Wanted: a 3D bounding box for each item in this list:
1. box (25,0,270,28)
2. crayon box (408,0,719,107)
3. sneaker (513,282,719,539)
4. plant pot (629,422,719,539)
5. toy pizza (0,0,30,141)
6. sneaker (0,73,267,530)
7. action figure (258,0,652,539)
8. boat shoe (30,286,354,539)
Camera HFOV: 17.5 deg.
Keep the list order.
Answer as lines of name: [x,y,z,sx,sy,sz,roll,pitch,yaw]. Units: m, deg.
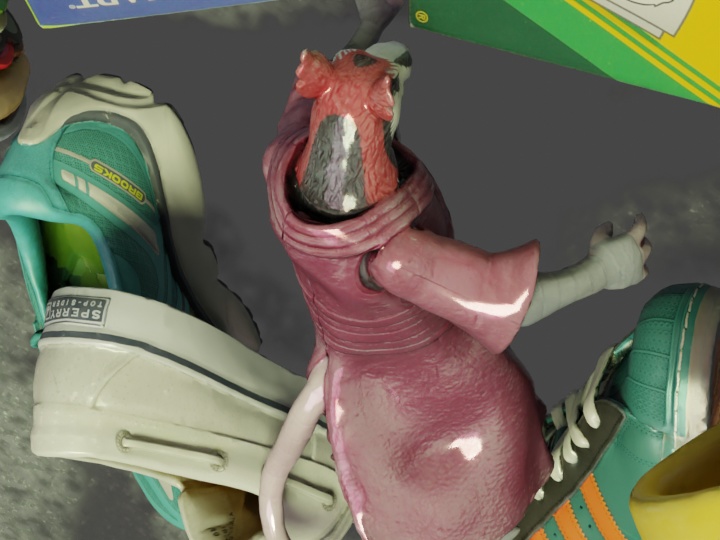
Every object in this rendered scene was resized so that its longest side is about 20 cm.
box: [-0.056,-0.133,0.648,0.121,0.048,0.200,-5,152,10]
crayon box: [0.102,-0.138,0.615,0.171,0.058,0.201,17,135,18]
sneaker: [0.080,0.076,0.811,0.079,0.072,0.201,17,136,10]
plant pot: [0.198,0.106,0.630,0.200,0.200,0.190,-25,89,43]
toy pizza: [-0.171,-0.121,0.722,0.032,0.200,0.200,-41,103,15]
sneaker: [-0.091,0.025,0.866,0.077,0.080,0.201,4,130,29]
action figure: [0.000,0.000,0.730,0.134,0.149,0.200,45,167,35]
boat shoe: [-0.039,0.079,0.821,0.074,0.087,0.202,-1,158,39]
